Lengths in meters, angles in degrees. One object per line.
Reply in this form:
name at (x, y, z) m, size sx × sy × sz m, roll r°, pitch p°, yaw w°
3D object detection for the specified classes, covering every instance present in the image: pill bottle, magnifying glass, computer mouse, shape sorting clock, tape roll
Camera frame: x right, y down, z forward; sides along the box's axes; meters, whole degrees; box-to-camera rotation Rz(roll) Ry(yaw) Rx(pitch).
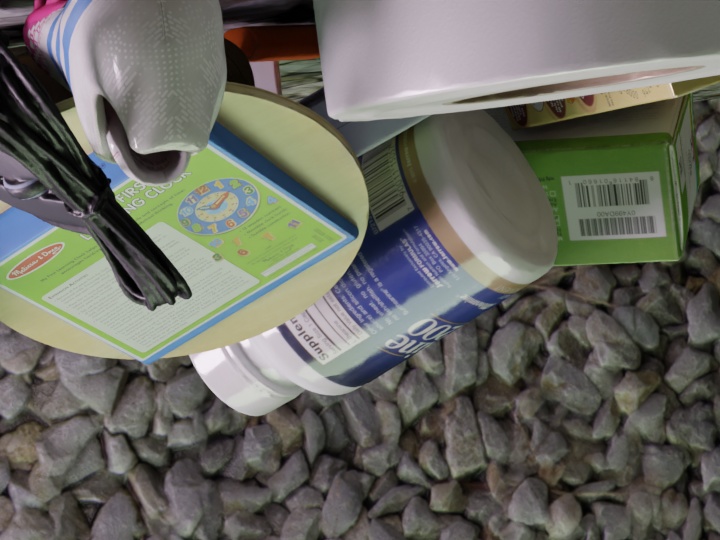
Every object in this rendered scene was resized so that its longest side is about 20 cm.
pill bottle at (0.000, 0.000, 1.120) m, size 0.200 × 0.111 × 0.111 m, roll -32°, pitch 170°, yaw 27°
magnifying glass at (-0.011, -0.130, 1.163) m, size 0.079 × 0.022 × 0.200 m, roll -6°, pitch -179°, yaw 33°
computer mouse at (-0.147, -0.063, 0.797) m, size 0.046 × 0.141 × 0.200 m, roll -38°, pitch -139°, yaw -5°
shape sorting clock at (-0.095, -0.022, 0.977) m, size 0.199 × 0.039 × 0.200 m, roll -9°, pitch 146°, yaw -6°
tape roll at (0.080, -0.107, 0.812) m, size 0.202 × 0.071 × 0.202 m, roll -8°, pitch -178°, yaw 0°

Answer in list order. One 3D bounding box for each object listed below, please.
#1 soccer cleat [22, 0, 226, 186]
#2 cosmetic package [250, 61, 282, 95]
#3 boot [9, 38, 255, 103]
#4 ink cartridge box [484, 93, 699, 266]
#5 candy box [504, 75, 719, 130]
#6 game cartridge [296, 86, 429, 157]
soccer cleat at (-0.095, -0.075, 0.813) m, size 0.070 × 0.087 × 0.200 m, roll -8°, pitch -178°, yaw -11°
cosmetic package at (-0.103, -0.095, 1.248) m, size 0.101 × 0.072 × 0.200 m, roll -7°, pitch -179°, yaw -5°
boot at (-0.169, -0.081, 1.050) m, size 0.200 × 0.073 × 0.155 m, roll -17°, pitch -169°, yaw -39°
ink cartridge box at (0.130, -0.082, 1.223) m, size 0.147 × 0.076 × 0.200 m, roll -2°, pitch -153°, yaw 18°
candy box at (0.158, -0.123, 1.071) m, size 0.115 × 0.055 × 0.200 m, roll -20°, pitch -174°, yaw -18°
game cartridge at (-0.007, -0.079, 1.047) m, size 0.200 × 0.041 × 0.133 m, roll -29°, pitch -176°, yaw 14°
